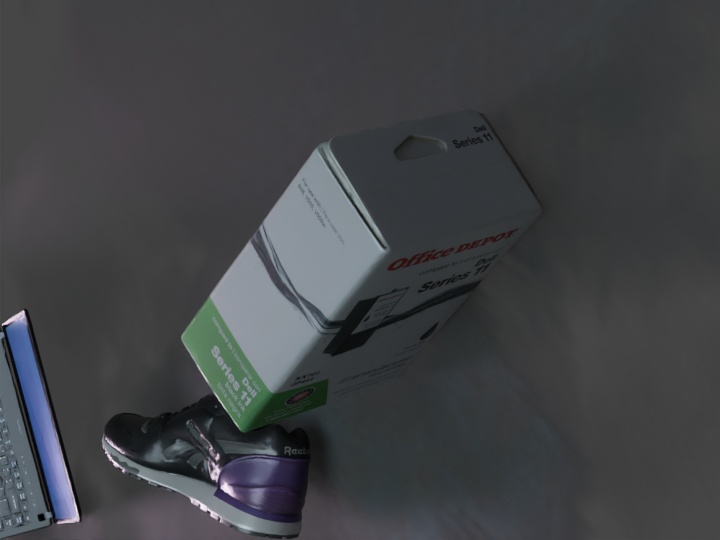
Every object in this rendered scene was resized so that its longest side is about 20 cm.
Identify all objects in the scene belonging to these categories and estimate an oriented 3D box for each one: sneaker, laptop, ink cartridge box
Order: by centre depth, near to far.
[{"bbox_3d":[0.000,0.000,1.248,0.083,0.146,0.200,56,136,19],"label":"ink cartridge box"},{"bbox_3d":[-0.107,0.123,1.471,0.199,0.076,0.088,19,99,40],"label":"sneaker"},{"bbox_3d":[-0.321,0.140,1.666,0.199,0.103,0.178,-16,87,16],"label":"laptop"}]
